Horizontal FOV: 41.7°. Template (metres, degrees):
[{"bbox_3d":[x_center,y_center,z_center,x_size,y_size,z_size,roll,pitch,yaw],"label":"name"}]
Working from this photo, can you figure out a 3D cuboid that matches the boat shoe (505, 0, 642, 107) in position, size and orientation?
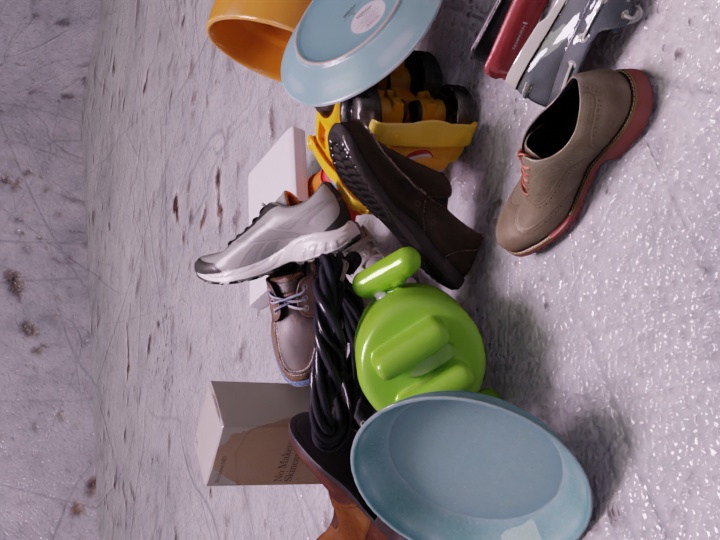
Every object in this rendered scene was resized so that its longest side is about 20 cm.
[{"bbox_3d":[0.190,-0.209,0.737,0.062,0.073,0.201,39,128,6],"label":"boat shoe"}]

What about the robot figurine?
[{"bbox_3d":[0.052,0.074,0.870,0.177,0.115,0.200,57,-178,-5],"label":"robot figurine"}]

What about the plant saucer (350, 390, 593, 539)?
[{"bbox_3d":[0.090,0.163,0.767,0.201,0.197,0.036,-61,3,42],"label":"plant saucer"}]

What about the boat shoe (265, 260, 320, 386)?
[{"bbox_3d":[-0.079,0.030,1.082,0.073,0.071,0.204,59,-158,-61],"label":"boat shoe"}]

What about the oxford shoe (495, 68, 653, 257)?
[{"bbox_3d":[0.149,-0.087,0.765,0.201,0.073,0.071,118,145,-43],"label":"oxford shoe"}]

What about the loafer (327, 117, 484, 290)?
[{"bbox_3d":[0.045,-0.072,0.884,0.071,0.200,0.073,-45,26,-8],"label":"loafer"}]

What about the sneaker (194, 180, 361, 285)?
[{"bbox_3d":[-0.095,-0.037,1.013,0.197,0.074,0.081,-18,94,23],"label":"sneaker"}]

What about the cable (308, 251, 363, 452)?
[{"bbox_3d":[-0.021,0.084,0.931,0.163,0.050,0.205,-60,-27,-82],"label":"cable"}]

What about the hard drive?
[{"bbox_3d":[-0.109,-0.068,1.238,0.132,0.026,0.204,-39,48,47],"label":"hard drive"}]

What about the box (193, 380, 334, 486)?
[{"bbox_3d":[-0.085,0.188,1.092,0.078,0.196,0.096,-121,42,-50],"label":"box"}]

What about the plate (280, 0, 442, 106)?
[{"bbox_3d":[-0.006,-0.250,0.930,0.198,0.026,0.203,-23,46,26],"label":"plate"}]

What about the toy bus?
[{"bbox_3d":[0.017,-0.125,0.996,0.201,0.133,0.195,-124,40,-50],"label":"toy bus"}]

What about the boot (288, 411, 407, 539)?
[{"bbox_3d":[-0.028,0.270,1.042,0.069,0.187,0.202,-49,-11,-47],"label":"boot"}]

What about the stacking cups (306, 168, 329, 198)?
[{"bbox_3d":[-0.054,-0.095,1.245,0.199,0.059,0.062,-29,61,56],"label":"stacking cups"}]

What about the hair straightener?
[{"bbox_3d":[0.145,-0.278,0.841,0.077,0.040,0.203,-120,40,-50],"label":"hair straightener"}]

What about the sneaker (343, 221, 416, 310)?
[{"bbox_3d":[0.000,0.000,1.049,0.199,0.074,0.101,25,138,63],"label":"sneaker"}]

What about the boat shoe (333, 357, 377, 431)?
[{"bbox_3d":[0.002,0.145,1.054,0.063,0.074,0.199,-61,33,4],"label":"boat shoe"}]

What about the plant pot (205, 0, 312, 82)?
[{"bbox_3d":[-0.071,-0.349,1.170,0.199,0.197,0.187,0,72,65],"label":"plant pot"}]
